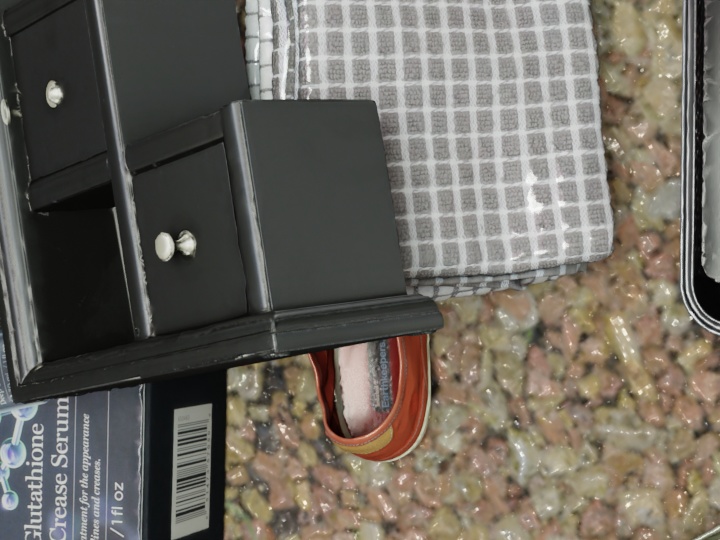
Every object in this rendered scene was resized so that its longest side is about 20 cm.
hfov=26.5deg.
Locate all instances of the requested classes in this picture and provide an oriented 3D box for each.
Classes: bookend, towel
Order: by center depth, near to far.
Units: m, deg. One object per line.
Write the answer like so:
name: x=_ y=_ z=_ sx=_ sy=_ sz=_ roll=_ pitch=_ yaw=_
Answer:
bookend: x=-0.078 y=-0.054 z=0.663 sx=0.199 sy=0.092 sz=0.201 roll=-12 pitch=86 yaw=47
towel: x=0.033 y=-0.085 z=0.733 sx=0.164 sy=0.085 sz=0.202 roll=-4 pitch=86 yaw=-25

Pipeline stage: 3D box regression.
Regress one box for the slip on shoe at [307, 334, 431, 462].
slip on shoe: x=0.000 y=0.000 z=0.800 sx=0.073 sy=0.061 sz=0.202 roll=-5 pitch=86 yaw=19

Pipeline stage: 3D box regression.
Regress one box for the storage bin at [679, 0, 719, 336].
storage bin: x=0.222 y=-0.069 z=0.713 sx=0.134 sy=0.094 sz=0.202 roll=1 pitch=90 yaw=18

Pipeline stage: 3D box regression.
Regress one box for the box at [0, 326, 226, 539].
box: x=-0.182 y=0.103 z=0.833 sx=0.198 sy=0.107 sz=0.150 roll=0 pitch=90 yaw=19

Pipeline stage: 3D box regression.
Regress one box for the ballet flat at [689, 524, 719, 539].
ballet flat: x=0.186 y=0.150 z=0.735 sx=0.199 sy=0.064 sz=0.068 roll=-30 pitch=81 yaw=15
